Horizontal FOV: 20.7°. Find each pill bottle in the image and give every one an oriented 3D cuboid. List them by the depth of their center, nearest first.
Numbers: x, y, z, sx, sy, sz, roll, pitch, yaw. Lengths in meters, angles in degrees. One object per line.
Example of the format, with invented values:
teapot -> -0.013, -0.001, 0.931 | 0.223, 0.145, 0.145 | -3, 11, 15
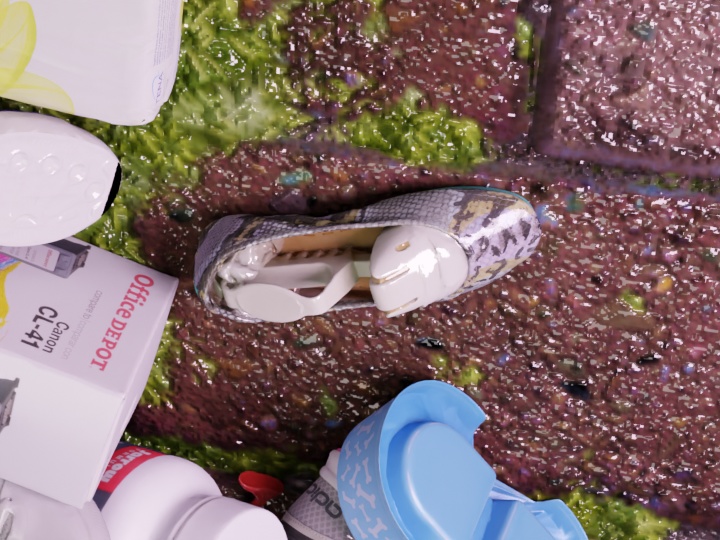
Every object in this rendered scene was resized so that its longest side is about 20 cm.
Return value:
pill bottle -> -0.147, 0.161, 1.170 | 0.200, 0.120, 0.120 | 11, 130, 32

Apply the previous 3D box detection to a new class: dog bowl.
dog bowl -> 0.062, 0.156, 1.164 | 0.050, 0.112, 0.200 | -23, 118, 41

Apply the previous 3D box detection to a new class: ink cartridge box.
ink cartridge box -> -0.218, 0.031, 1.111 | 0.200, 0.148, 0.086 | 20, 118, -2

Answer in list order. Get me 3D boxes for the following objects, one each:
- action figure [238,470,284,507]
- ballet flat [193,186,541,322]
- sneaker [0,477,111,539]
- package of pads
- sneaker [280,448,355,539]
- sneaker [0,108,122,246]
action figure -> -0.138, 0.199, 1.253 | 0.099, 0.065, 0.200 | 12, 137, -39
ballet flat -> 0.000, 0.000, 1.089 | 0.200, 0.072, 0.072 | -6, 123, 17
sneaker -> -0.228, 0.121, 1.100 | 0.200, 0.088, 0.075 | 36, 104, 26
package of pads -> -0.188, -0.165, 1.015 | 0.200, 0.068, 0.155 | 13, 127, 5
sneaker -> 0.016, 0.205, 1.209 | 0.087, 0.074, 0.200 | -38, 110, -6
sneaker -> -0.246, -0.082, 1.089 | 0.200, 0.146, 0.081 | -3, 126, -40
